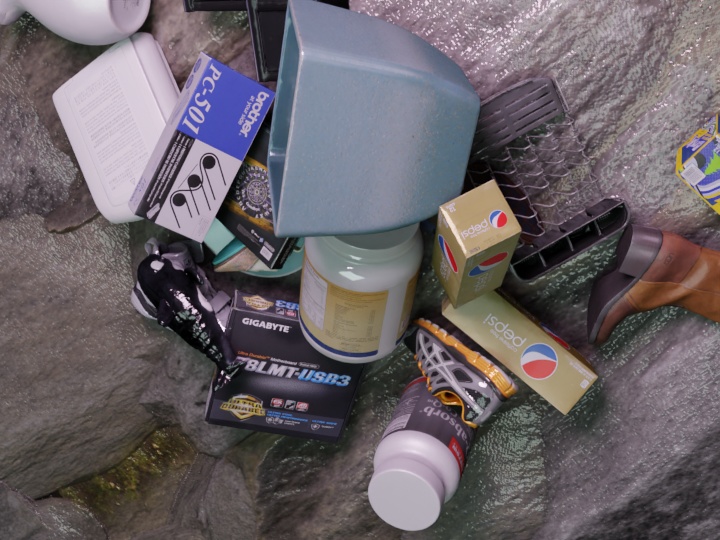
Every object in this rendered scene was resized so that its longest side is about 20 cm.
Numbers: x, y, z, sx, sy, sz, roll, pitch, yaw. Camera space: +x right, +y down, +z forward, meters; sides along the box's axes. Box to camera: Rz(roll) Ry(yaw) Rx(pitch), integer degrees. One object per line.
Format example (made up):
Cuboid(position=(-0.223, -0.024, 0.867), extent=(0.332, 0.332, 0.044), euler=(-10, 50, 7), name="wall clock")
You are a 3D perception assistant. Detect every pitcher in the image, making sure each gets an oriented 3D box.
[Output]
Cuboid(position=(-0.351, -0.366, 1.234), extent=(0.198, 0.121, 0.174), euler=(16, 107, 24), name="pitcher")

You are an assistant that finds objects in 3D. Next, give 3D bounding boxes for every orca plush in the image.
Cuboid(position=(-0.238, 0.069, 1.334), extent=(0.105, 0.071, 0.202), euler=(-30, 88, 41), name="orca plush")

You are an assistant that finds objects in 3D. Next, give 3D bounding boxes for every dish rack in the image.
Cuboid(position=(0.198, -0.108, 1.160), extent=(0.152, 0.055, 0.202), euler=(-29, 107, -4), name="dish rack")

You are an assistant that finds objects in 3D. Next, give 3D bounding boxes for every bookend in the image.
Cuboid(position=(-0.119, -0.306, 1.183), extent=(0.197, 0.092, 0.201), euler=(5, 119, 19), name="bookend")

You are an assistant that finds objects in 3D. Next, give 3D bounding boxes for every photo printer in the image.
Cuboid(position=(-0.287, -0.170, 1.296), extent=(0.165, 0.069, 0.202), euler=(-28, 83, 28), name="photo printer")

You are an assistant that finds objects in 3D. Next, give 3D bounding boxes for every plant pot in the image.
Cuboid(position=(0.014, -0.154, 1.077), extent=(0.197, 0.197, 0.199), euler=(5, 118, -10), name="plant pot")

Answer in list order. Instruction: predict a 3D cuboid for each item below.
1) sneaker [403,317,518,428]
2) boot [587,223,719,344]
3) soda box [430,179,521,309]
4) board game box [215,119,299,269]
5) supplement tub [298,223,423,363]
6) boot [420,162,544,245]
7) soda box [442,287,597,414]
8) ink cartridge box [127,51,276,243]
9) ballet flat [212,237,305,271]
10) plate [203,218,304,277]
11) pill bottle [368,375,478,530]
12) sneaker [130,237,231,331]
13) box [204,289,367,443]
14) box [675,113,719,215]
Cuboid(position=(0.108, 0.125, 1.291), extent=(0.078, 0.199, 0.078), euler=(38, 87, -37), name="sneaker")
Cuboid(position=(0.380, 0.038, 1.217), extent=(0.197, 0.069, 0.190), euler=(15, 125, -3), name="boot")
Cuboid(position=(0.123, -0.023, 1.131), extent=(0.067, 0.200, 0.065), euler=(-26, 73, -7), name="soda box")
Cuboid(position=(-0.137, -0.115, 1.268), extent=(0.200, 0.028, 0.136), euler=(41, 112, 24), name="board game box")
Cuboid(position=(0.000, 0.000, 1.251), extent=(0.143, 0.145, 0.202), euler=(19, 137, 9), name="supplement tub")
Cuboid(position=(0.123, -0.081, 1.245), extent=(0.199, 0.075, 0.097), euler=(34, 146, -7), name="boot")
Cuboid(position=(0.195, 0.084, 1.275), extent=(0.199, 0.068, 0.064), euler=(39, 101, -3), name="soda box")
Cuboid(position=(-0.188, -0.143, 1.213), extent=(0.093, 0.044, 0.202), euler=(24, 99, -30), name="ink cartridge box")
Cuboid(position=(-0.110, -0.039, 1.313), extent=(0.067, 0.068, 0.199), euler=(44, 125, -14), name="ballet flat")
Cuboid(position=(-0.134, -0.085, 1.350), extent=(0.197, 0.026, 0.203), euler=(9, 120, 17), name="plate")
Cuboid(position=(0.083, 0.235, 1.337), extent=(0.114, 0.200, 0.117), euler=(9, 121, 15), name="pill bottle")
Cuboid(position=(-0.222, 0.032, 1.415), extent=(0.198, 0.075, 0.116), euler=(23, 125, 11), name="sneaker")
Cuboid(position=(-0.098, 0.136, 1.402), extent=(0.197, 0.050, 0.200), euler=(12, 123, -13), name="box")
Cuboid(position=(0.435, -0.073, 1.116), extent=(0.200, 0.070, 0.064), euler=(42, 122, -5), name="box")
